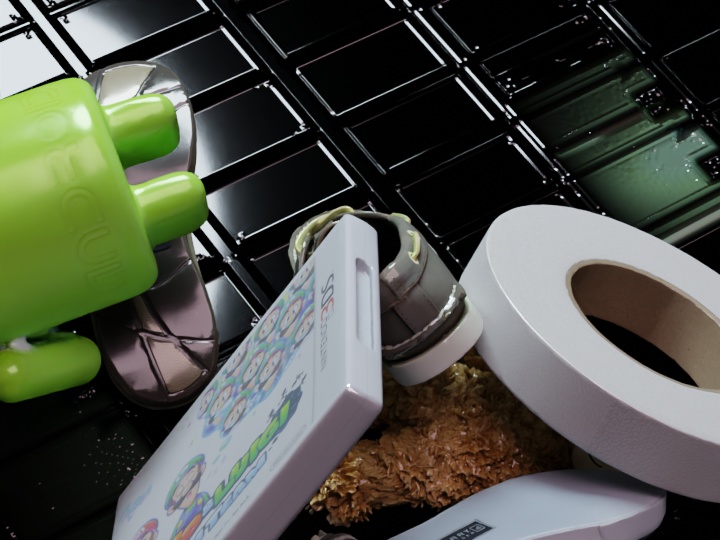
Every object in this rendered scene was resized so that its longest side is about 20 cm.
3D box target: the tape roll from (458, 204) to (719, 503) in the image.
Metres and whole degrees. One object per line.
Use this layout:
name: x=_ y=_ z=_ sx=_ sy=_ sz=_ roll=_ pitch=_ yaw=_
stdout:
tape roll: x=0.145 y=0.040 z=1.299 sx=0.203 sy=0.037 sz=0.203 roll=24 pitch=27 yaw=-13

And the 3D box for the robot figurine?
robot figurine: x=-0.179 y=-0.024 z=1.268 sx=0.200 sy=0.116 sz=0.176 roll=-21 pitch=85 yaw=-5

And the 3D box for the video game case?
video game case: x=-0.057 y=0.087 z=1.169 sx=0.024 sy=0.200 sz=0.182 roll=33 pitch=21 yaw=-15

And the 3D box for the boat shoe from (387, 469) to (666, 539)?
boat shoe: x=0.068 y=0.152 z=1.209 sx=0.199 sy=0.068 sz=0.074 roll=-22 pitch=27 yaw=-39

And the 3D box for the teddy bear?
teddy bear: x=0.064 y=0.085 z=1.302 sx=0.200 sy=0.067 sz=0.145 roll=19 pitch=55 yaw=5

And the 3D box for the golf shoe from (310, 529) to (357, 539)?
golf shoe: x=-0.050 y=0.206 z=1.190 sx=0.088 sy=0.077 sz=0.200 roll=45 pitch=59 yaw=14

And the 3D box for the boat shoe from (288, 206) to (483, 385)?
boat shoe: x=0.002 y=-0.002 z=1.297 sx=0.072 sy=0.060 sz=0.202 roll=-40 pitch=22 yaw=-4

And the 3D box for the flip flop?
flip flop: x=-0.118 y=-0.018 z=1.359 sx=0.081 sy=0.058 sz=0.200 roll=-11 pitch=72 yaw=-6
